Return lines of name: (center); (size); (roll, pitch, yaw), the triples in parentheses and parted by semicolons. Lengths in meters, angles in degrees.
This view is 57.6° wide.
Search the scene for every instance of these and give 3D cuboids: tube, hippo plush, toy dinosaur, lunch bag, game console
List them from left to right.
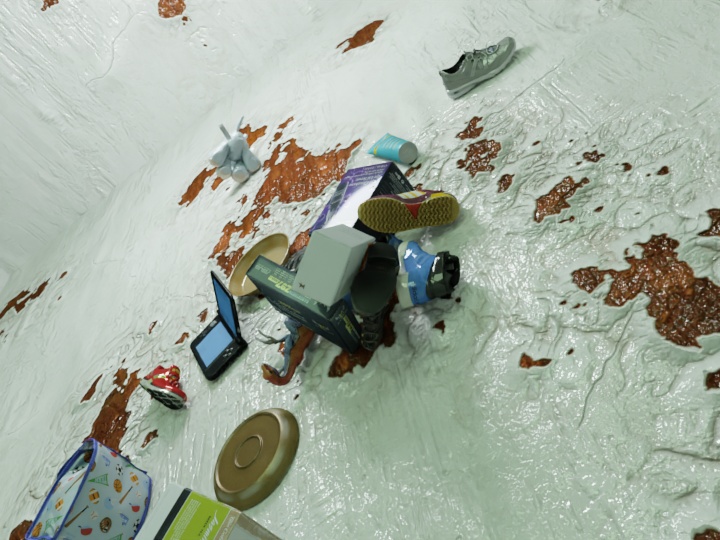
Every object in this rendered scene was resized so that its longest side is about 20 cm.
lunch bag: (-0.503, 0.449, 1.252); (0.123, 0.170, 0.201); (-13, 44, 32)
game console: (-0.342, 0.123, 1.504); (0.176, 0.116, 0.200); (-46, 31, -5)
hippo plush: (-0.431, -0.393, 2.165); (0.158, 0.202, 0.161); (-24, 21, -10)
toy dinosaur: (-0.131, 0.135, 1.265); (0.199, 0.105, 0.182); (-31, 36, 15)
tube: (0.077, -0.301, 1.606); (0.077, 0.051, 0.200); (-38, 26, -6)

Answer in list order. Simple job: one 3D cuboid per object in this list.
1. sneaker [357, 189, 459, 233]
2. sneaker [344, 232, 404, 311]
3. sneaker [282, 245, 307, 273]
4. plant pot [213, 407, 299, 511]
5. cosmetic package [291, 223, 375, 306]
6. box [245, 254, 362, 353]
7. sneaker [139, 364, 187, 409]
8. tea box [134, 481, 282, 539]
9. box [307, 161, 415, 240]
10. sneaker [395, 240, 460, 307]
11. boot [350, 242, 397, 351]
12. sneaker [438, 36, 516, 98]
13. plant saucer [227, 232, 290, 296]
sneaker: (0.093, -0.120, 1.293); (0.198, 0.076, 0.090); (-1, 17, 2)
sneaker: (0.000, 0.000, 1.277); (0.200, 0.089, 0.079); (-45, 43, 4)
sneaker: (-0.107, 0.006, 1.356); (0.070, 0.090, 0.200); (-31, 10, 13)
plant pot: (-0.195, 0.330, 1.178); (0.199, 0.028, 0.201); (-28, 35, 22)
cosmetic package: (-0.040, -0.015, 1.093); (0.200, 0.071, 0.102); (-32, -35, -76)
box: (-0.097, 0.063, 1.190); (0.199, 0.158, 0.051); (26, 71, 26)
sneaker: (-0.444, 0.256, 1.505); (0.199, 0.077, 0.085); (9, 53, 52)
tea box: (-0.184, 0.413, 0.901); (0.196, 0.200, 0.134); (-1, 50, 46)
box: (0.005, -0.122, 1.413); (0.147, 0.104, 0.201); (-2, 50, 46)
sneaker: (0.125, -0.004, 1.173); (0.110, 0.077, 0.200); (-11, 21, 12)
boot: (0.025, 0.068, 1.121); (0.068, 0.176, 0.201); (11, 34, 8)
sneaker: (0.279, -0.498, 1.568); (0.199, 0.082, 0.075); (-34, 32, 15)
plant saucer: (-0.242, -0.007, 1.622); (0.199, 0.035, 0.201); (-29, 35, 22)
